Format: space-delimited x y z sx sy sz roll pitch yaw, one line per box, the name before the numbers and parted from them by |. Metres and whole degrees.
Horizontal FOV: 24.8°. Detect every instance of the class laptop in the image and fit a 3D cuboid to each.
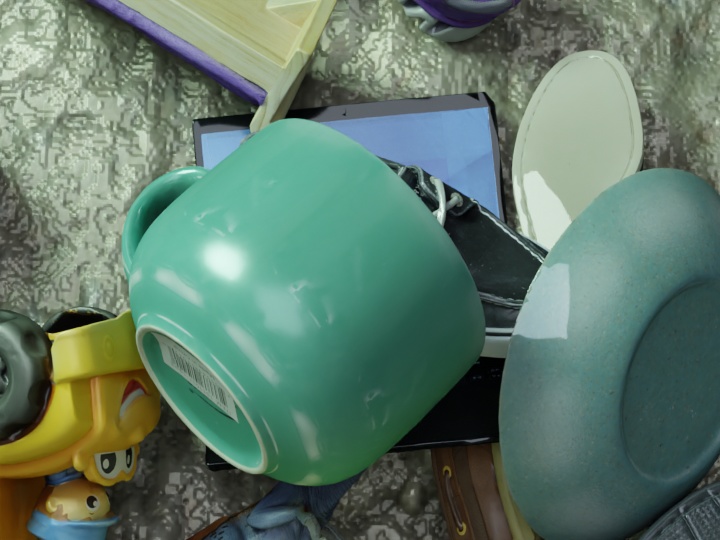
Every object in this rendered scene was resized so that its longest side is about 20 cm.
laptop | 0.000 0.000 0.871 0.175 0.201 0.104 -6 121 -1

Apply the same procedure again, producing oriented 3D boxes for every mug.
mug | -0.042 0.025 0.772 0.114 0.185 0.153 -42 105 -24

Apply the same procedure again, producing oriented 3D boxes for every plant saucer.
plant saucer | 0.150 0.051 0.826 0.038 0.201 0.202 19 75 44

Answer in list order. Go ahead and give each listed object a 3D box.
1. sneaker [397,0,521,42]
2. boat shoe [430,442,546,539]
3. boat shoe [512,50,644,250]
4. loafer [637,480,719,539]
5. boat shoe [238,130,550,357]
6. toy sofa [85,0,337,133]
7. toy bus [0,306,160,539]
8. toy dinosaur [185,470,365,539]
sneaker | 0.021 -0.201 0.882 0.199 0.088 0.081 35 81 -25
boat shoe | 0.082 0.174 0.863 0.067 0.072 0.202 -12 85 30
boat shoe | 0.125 -0.022 0.903 0.072 0.063 0.202 -5 68 18
loafer | 0.217 0.131 0.854 0.199 0.063 0.072 -27 81 -14
boat shoe | 0.025 -0.021 0.837 0.199 0.068 0.072 25 60 18
toy sofa | -0.117 -0.149 0.875 0.199 0.098 0.083 30 38 -8
toy bus | -0.187 0.121 0.821 0.198 0.136 0.194 -13 84 15
toy dinosaur | -0.052 0.133 0.858 0.198 0.105 0.182 22 60 15
